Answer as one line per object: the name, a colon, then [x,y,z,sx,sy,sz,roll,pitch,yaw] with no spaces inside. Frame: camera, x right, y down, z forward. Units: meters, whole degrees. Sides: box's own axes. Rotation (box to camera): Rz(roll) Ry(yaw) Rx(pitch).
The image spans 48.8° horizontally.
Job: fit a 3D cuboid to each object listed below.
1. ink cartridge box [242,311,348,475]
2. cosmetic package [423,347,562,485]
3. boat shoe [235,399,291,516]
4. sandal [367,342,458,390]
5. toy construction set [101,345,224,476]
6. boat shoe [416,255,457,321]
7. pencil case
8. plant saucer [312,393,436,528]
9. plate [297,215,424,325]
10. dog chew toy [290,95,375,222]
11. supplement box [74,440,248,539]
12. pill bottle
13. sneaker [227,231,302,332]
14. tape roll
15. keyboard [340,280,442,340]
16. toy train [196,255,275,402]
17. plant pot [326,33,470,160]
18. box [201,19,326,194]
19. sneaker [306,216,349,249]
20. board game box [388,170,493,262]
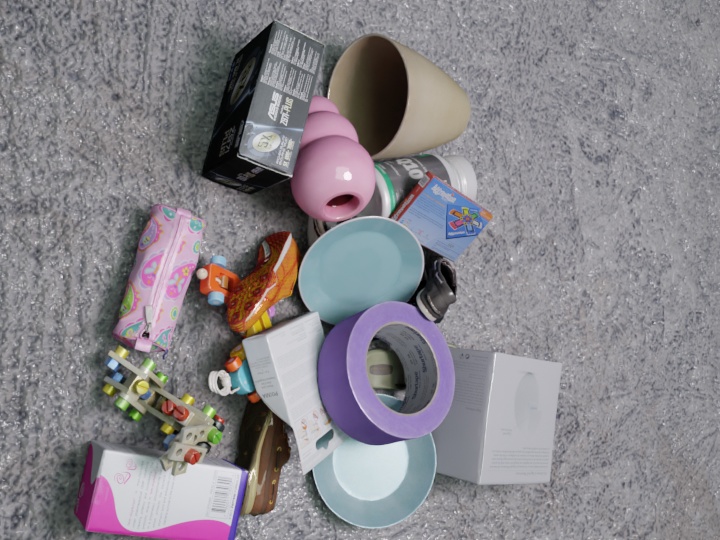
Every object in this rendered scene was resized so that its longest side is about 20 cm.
ink cartridge box: [-0.089,0.174,1.152,0.160,0.047,0.203,-21,98,-65]
cosmetic package: [0.220,0.238,1.300,0.198,0.122,0.203,14,81,-43]
boat shoe: [-0.138,0.257,1.161,0.067,0.072,0.203,16,84,-33]
sandal: [0.086,0.162,1.295,0.198,0.057,0.081,-3,88,-29]
toy construction set: [-0.253,0.187,1.045,0.092,0.199,0.132,-43,143,-12]
boat shoe: [0.135,0.019,1.266,0.067,0.057,0.200,53,21,-11]
pencil case: [-0.276,0.014,1.090,0.087,0.087,0.203,22,76,-26]
plant saucer: [0.019,0.296,1.242,0.198,0.039,0.204,2,81,-12]
plate: [0.000,0.000,1.209,0.197,0.026,0.202,-9,126,-12]
dog chew toy: [-0.052,-0.171,1.149,0.123,0.125,0.202,0,55,-29]
supplement box: [-0.268,0.297,1.065,0.198,0.103,0.103,17,79,-28]
pill bottle: [0.085,-0.126,1.280,0.198,0.113,0.115,-14,93,-33]
sneaker: [-0.128,0.024,1.139,0.078,0.072,0.201,63,35,-28]
tape roll: [0.040,0.153,1.181,0.198,0.085,0.203,12,67,-32]
keyboard: [0.056,0.054,1.296,0.198,0.039,0.106,-13,93,-30]
toy train: [-0.188,0.090,1.128,0.149,0.055,0.203,24,54,-48]
plant pot: [0.079,-0.264,1.267,0.198,0.186,0.190,-2,87,-43]
box: [-0.142,-0.226,1.136,0.085,0.163,0.203,19,78,-26]
sneaker: [-0.042,-0.123,1.227,0.075,0.087,0.203,-7,88,-27]
board game box: [0.129,-0.081,1.254,0.103,0.019,0.199,-49,144,14]
